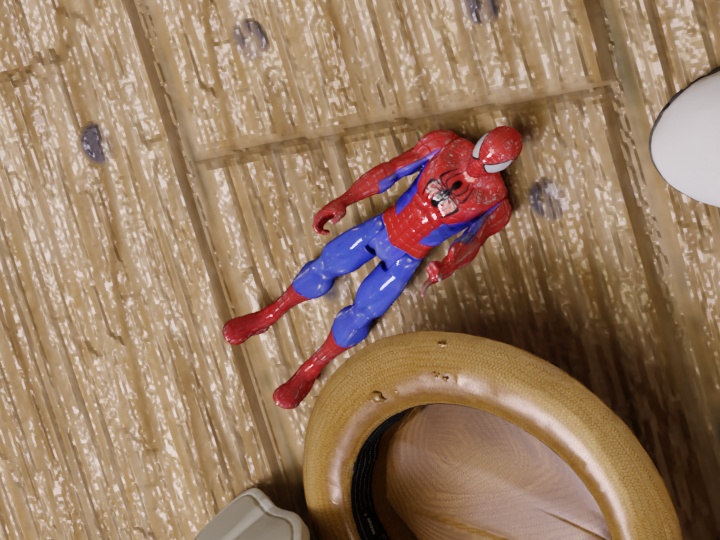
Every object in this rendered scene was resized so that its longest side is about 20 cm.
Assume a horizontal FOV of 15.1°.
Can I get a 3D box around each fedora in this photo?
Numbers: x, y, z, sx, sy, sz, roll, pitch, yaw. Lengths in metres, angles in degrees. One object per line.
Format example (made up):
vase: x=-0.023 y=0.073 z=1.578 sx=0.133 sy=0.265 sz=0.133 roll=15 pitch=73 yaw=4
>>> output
fedora: x=0.071 y=0.107 z=1.289 sx=0.200 sy=0.082 sz=0.201 roll=12 pitch=115 yaw=27

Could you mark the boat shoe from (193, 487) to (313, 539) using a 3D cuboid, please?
boat shoe: x=-0.041 y=0.160 z=1.333 sx=0.073 sy=0.200 sz=0.062 roll=-41 pitch=102 yaw=0

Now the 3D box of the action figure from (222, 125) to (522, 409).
action figure: x=0.000 y=0.000 z=1.285 sx=0.065 sy=0.099 sz=0.200 roll=50 pitch=124 yaw=4

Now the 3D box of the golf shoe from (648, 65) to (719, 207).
golf shoe: x=0.186 y=-0.043 z=1.136 sx=0.200 sy=0.094 sz=0.078 roll=8 pitch=116 yaw=47
